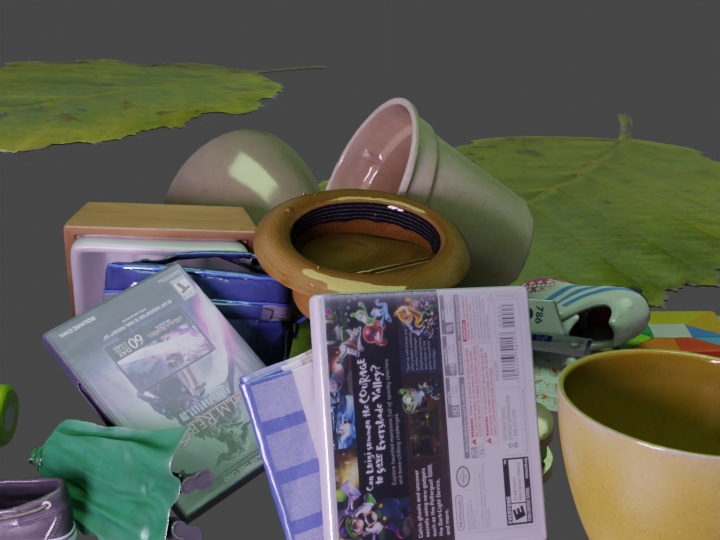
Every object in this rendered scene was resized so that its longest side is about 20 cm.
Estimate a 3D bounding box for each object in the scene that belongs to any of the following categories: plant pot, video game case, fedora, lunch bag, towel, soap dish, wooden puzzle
[{"bbox_3d":[0.240,0.162,0.932,0.197,0.144,0.200,3,17,-1],"label":"plant pot"},{"bbox_3d":[0.076,-0.052,1.311,0.182,0.202,0.201,24,10,-22],"label":"plant pot"},{"bbox_3d":[0.053,0.116,0.961,0.179,0.203,0.023,-2,-6,-18],"label":"video game case"},{"bbox_3d":[0.000,0.000,1.122,0.197,0.083,0.202,5,34,-3],"label":"fedora"},{"bbox_3d":[-0.112,-0.045,1.433,0.198,0.203,0.134,-10,30,-36],"label":"plant pot"},{"bbox_3d":[-0.150,0.096,1.035,0.142,0.019,0.200,-30,67,-34],"label":"video game case"},{"bbox_3d":[-0.147,0.048,1.171,0.197,0.135,0.136,3,-1,-4],"label":"lunch bag"},{"bbox_3d":[0.014,0.121,0.971,0.198,0.149,0.024,-18,-2,-19],"label":"towel"},{"bbox_3d":[-0.208,0.001,1.313,0.197,0.159,0.082,1,45,-6],"label":"soap dish"},{"bbox_3d":[0.348,0.079,1.389,0.197,0.038,0.185,4,17,1],"label":"wooden puzzle"}]

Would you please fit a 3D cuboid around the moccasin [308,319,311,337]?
[{"bbox_3d":[-0.029,0.050,1.364,0.067,0.082,0.200,-3,4,-7],"label":"moccasin"}]

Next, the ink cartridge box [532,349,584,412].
[{"bbox_3d":[0.133,0.120,1.215,0.197,0.051,0.162,10,18,2],"label":"ink cartridge box"}]

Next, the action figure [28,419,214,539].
[{"bbox_3d":[-0.194,0.160,0.951,0.198,0.120,0.054,9,-6,43],"label":"action figure"}]

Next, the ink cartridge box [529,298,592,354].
[{"bbox_3d":[0.138,0.052,1.267,0.197,0.040,0.100,6,-12,8],"label":"ink cartridge box"}]

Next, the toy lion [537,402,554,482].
[{"bbox_3d":[0.046,0.126,1.081,0.189,0.069,0.201,-21,46,-14],"label":"toy lion"}]

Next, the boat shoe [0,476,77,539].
[{"bbox_3d":[-0.307,0.174,0.905,0.197,0.067,0.070,4,17,0],"label":"boat shoe"}]

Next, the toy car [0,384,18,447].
[{"bbox_3d":[-0.382,0.061,1.017,0.162,0.203,0.158,5,18,4],"label":"toy car"}]

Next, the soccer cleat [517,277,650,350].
[{"bbox_3d":[0.219,0.050,1.355,0.198,0.071,0.086,-4,21,45],"label":"soccer cleat"}]
